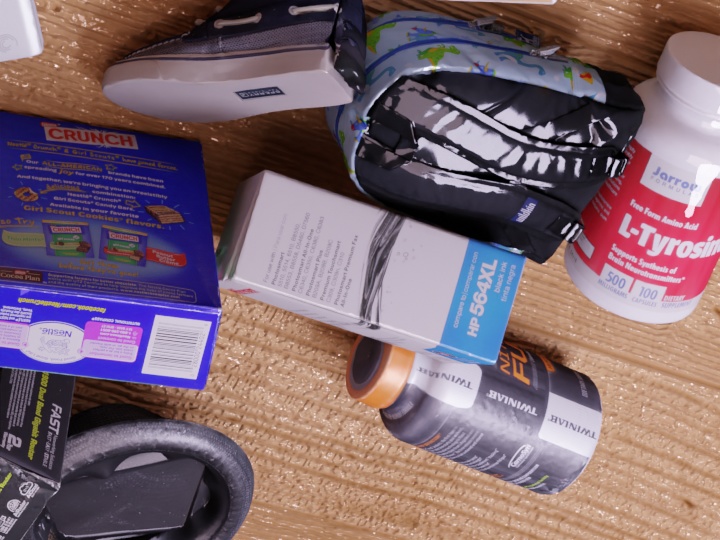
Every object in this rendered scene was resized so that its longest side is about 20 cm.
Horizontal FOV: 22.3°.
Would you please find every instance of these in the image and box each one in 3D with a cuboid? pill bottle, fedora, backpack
[{"bbox_3d":[0.233,-0.070,1.360,0.111,0.113,0.201,7,125,-16],"label":"pill bottle"},{"bbox_3d":[-0.189,0.165,1.467,0.199,0.092,0.202,-11,130,-13],"label":"fedora"},{"bbox_3d":[0.071,-0.102,1.300,0.199,0.154,0.164,0,134,-36],"label":"backpack"},{"bbox_3d":[0.087,0.101,1.465,0.199,0.107,0.107,23,120,-25],"label":"pill bottle"}]

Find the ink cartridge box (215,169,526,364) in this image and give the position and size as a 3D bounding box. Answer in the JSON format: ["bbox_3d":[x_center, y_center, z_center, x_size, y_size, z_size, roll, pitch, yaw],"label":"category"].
[{"bbox_3d":[0.000,0.000,1.318,0.198,0.146,0.085,19,85,-10],"label":"ink cartridge box"}]

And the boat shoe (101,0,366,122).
[{"bbox_3d":[-0.083,-0.161,1.266,0.198,0.094,0.075,-1,159,22],"label":"boat shoe"}]

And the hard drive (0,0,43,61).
[{"bbox_3d":[-0.293,-0.223,1.200,0.131,0.026,0.201,-10,127,-3],"label":"hard drive"}]

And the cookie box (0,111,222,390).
[{"bbox_3d":[-0.188,-0.018,1.265,0.169,0.201,0.076,8,127,-15],"label":"cookie box"}]

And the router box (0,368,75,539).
[{"bbox_3d":[-0.274,0.134,1.360,0.062,0.201,0.150,28,118,-20],"label":"router box"}]

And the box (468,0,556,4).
[{"bbox_3d":[0.033,-0.260,1.134,0.198,0.107,0.153,5,131,21],"label":"box"}]
